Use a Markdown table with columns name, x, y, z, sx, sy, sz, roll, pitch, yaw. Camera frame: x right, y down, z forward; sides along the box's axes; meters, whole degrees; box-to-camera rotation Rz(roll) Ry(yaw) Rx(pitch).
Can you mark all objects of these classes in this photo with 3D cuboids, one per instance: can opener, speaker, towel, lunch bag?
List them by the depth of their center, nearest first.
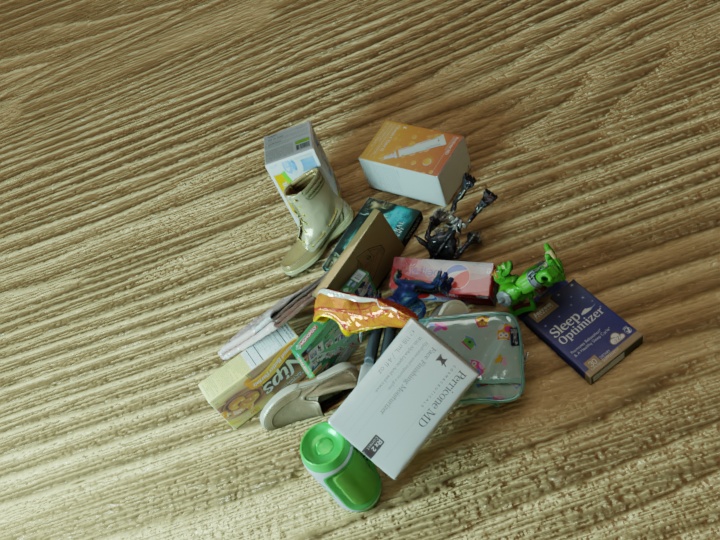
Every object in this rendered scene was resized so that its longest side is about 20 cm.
| name | x | y | z | sx | sy | sz | roll | pitch | yaw |
| --- | --- | --- | --- | --- | --- | --- | --- | --- | --- |
| speaker | -0.028 | 0.316 | 1.227 | 0.088 | 0.200 | 0.089 | -11 | 51 | 14 |
| lunch bag | 0.185 | 0.153 | 1.312 | 0.200 | 0.077 | 0.161 | -4 | 82 | 9 |
| can opener | 0.030 | 0.169 | 1.415 | 0.053 | 0.067 | 0.200 | 7 | 47 | 6 |
| towel | -0.158 | 0.083 | 1.460 | 0.191 | 0.032 | 0.200 | -32 | 5 | 44 |

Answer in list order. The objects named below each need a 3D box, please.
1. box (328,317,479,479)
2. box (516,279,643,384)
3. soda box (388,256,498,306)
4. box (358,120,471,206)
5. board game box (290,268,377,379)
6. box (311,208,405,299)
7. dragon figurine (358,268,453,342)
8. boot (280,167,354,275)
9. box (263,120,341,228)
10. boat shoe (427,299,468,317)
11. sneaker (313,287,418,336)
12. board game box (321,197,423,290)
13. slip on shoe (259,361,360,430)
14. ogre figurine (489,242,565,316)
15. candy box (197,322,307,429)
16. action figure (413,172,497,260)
| name | x | y | z | sx | sy | sz | roll | pitch | yaw |
| --- | --- | --- | --- | --- | --- | --- | --- | --- | --- |
| box | 0.074 | 0.192 | 1.186 | 0.131 | 0.200 | 0.199 | 39 | 90 | 11 |
| box | 0.378 | 0.095 | 1.359 | 0.121 | 0.032 | 0.200 | -37 | 49 | -9 |
| soda box | 0.159 | 0.020 | 1.468 | 0.200 | 0.063 | 0.070 | 4 | 72 | 23 |
| box | 0.119 | -0.234 | 1.667 | 0.200 | 0.098 | 0.124 | 18 | 62 | 31 |
| board game box | -0.037 | 0.110 | 1.435 | 0.029 | 0.135 | 0.200 | 28 | 67 | 32 |
| box | 0.000 | 0.000 | 1.458 | 0.021 | 0.163 | 0.200 | 31 | 80 | 29 |
| dragon figurine | 0.079 | 0.062 | 1.401 | 0.200 | 0.059 | 0.099 | -44 | 45 | -11 |
| boot | -0.121 | -0.101 | 1.605 | 0.200 | 0.155 | 0.073 | -45 | 41 | -5 |
| box | -0.120 | -0.202 | 1.664 | 0.112 | 0.200 | 0.101 | -18 | 46 | 9 |
| boat shoe | 0.124 | 0.141 | 1.399 | 0.200 | 0.072 | 0.060 | -59 | 15 | -10 |
| sneaker | 0.010 | 0.080 | 1.321 | 0.200 | 0.073 | 0.077 | 8 | 87 | 33 |
| board game box | 0.026 | -0.060 | 1.613 | 0.135 | 0.028 | 0.200 | 18 | 62 | 30 |
| slip on shoe | -0.086 | 0.239 | 1.397 | 0.200 | 0.076 | 0.061 | -26 | 43 | -10 |
| ogre figurine | 0.301 | 0.019 | 1.372 | 0.120 | 0.098 | 0.200 | -32 | 16 | 16 |
| candy box | -0.187 | 0.196 | 1.437 | 0.200 | 0.115 | 0.055 | -37 | 51 | -9 |
| action figure | 0.189 | -0.085 | 1.525 | 0.119 | 0.102 | 0.200 | 36 | 112 | 10 |
